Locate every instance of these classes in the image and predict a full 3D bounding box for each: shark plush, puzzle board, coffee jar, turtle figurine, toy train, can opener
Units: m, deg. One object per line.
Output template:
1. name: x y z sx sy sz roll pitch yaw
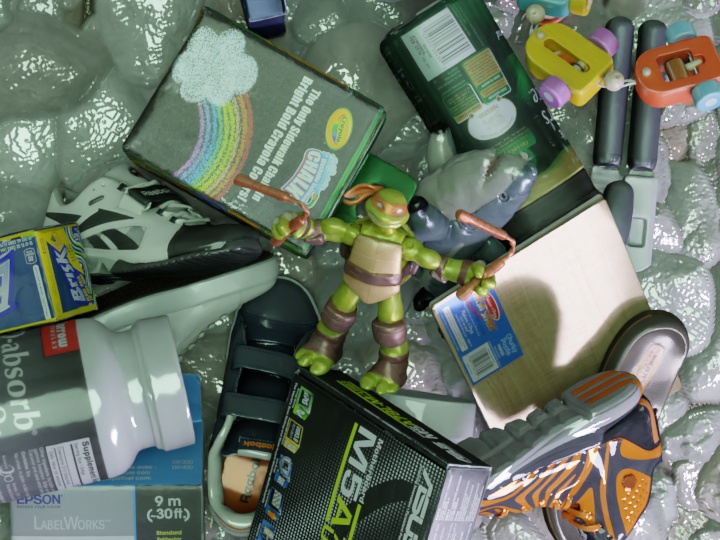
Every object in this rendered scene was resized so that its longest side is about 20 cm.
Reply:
1. shark plush: 0.074 -0.011 1.594 0.083 0.091 0.201 13 127 5
2. puzzle board: 0.147 0.055 1.626 0.150 0.017 0.200 -31 126 -5
3. coffee jar: 0.098 -0.108 1.630 0.085 0.104 0.200 -31 93 -3
4. turtle figurine: 0.000 0.000 1.534 0.199 0.064 0.162 12 121 -2
5. toy train: 0.188 -0.182 1.630 0.150 0.056 0.201 -20 61 -5
6. can opener: 0.205 -0.093 1.659 0.052 0.066 0.201 6 86 -4

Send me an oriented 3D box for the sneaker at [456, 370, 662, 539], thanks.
1. sneaker: 0.132 0.163 1.564 0.199 0.078 0.112 -25 110 -7

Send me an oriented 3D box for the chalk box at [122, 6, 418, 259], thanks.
1. chalk box: -0.057 -0.087 1.611 0.199 0.124 0.125 31 88 -1

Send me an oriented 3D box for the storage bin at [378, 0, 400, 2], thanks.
1. storage bin: 0.027 -0.317 1.571 0.145 0.134 0.201 -11 64 -2

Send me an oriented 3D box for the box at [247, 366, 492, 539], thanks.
1. box: -0.005 0.193 1.536 0.047 0.193 0.201 8 104 -35

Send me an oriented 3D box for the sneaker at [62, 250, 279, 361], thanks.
1. sneaker: -0.147 0.048 1.647 0.199 0.073 0.085 -21 106 3

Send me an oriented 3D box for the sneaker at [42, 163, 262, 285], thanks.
1. sneaker: -0.160 -0.037 1.601 0.199 0.074 0.089 -2 83 32

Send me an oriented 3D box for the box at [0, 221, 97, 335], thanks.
1. box: -0.296 0.020 1.596 0.199 0.064 0.070 -13 92 23

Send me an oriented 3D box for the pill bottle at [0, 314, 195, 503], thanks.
1. pill bottle: -0.223 0.098 1.538 0.199 0.116 0.116 -13 92 -6

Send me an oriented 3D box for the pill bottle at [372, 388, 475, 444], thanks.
1. pill bottle: 0.025 0.191 1.628 0.114 0.114 0.201 8 91 -3

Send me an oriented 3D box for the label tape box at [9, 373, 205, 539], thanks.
1. label tape box: -0.187 0.180 1.617 0.143 0.066 0.201 0 110 -2

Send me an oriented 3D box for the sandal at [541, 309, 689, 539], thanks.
1. sandal: 0.199 0.128 1.640 0.081 0.055 0.201 19 103 -32

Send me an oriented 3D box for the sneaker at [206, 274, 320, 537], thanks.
1. sneaker: -0.070 0.103 1.640 0.078 0.079 0.201 8 89 -2

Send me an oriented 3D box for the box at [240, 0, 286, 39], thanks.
1. box: -0.079 -0.234 1.571 0.032 0.200 0.122 -12 91 -3
